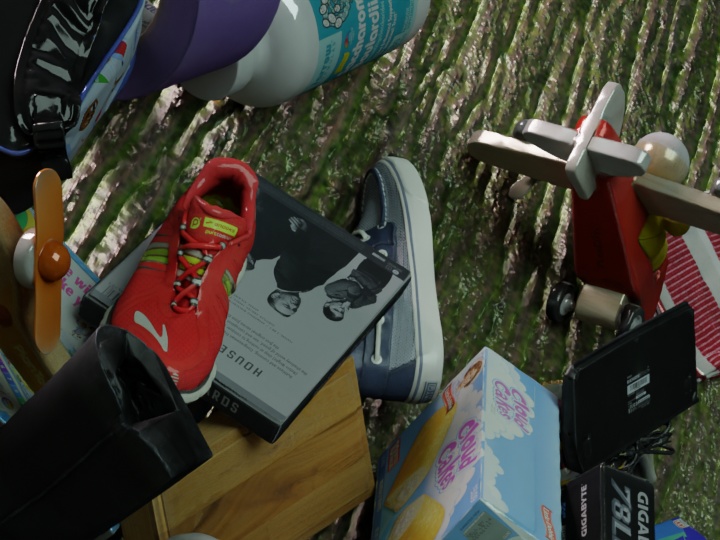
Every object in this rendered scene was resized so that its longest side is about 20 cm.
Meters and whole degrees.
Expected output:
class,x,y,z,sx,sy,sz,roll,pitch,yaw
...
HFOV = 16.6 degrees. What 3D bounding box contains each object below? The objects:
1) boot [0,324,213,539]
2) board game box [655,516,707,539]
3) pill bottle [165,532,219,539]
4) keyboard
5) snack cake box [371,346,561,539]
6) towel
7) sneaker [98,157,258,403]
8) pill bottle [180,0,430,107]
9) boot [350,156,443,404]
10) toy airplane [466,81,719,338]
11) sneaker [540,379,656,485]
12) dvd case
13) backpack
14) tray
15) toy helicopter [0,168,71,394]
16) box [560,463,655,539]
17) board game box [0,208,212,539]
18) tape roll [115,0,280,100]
class,x,y,z,sx,sy,sz,roll,pitch,yaw
boot,-0.194,0.087,1.397,0.165,0.200,0.066,48,45,-6
board game box,0.203,0.250,1.688,0.199,0.045,0.152,-14,41,-43
pill bottle,-0.052,0.245,1.469,0.200,0.116,0.117,35,47,-37
keyboard,0.177,0.090,1.709,0.200,0.039,0.105,-20,111,-55
snack cake box,0.066,0.148,1.558,0.067,0.115,0.200,36,22,-13
towel,0.294,0.004,1.973,0.199,0.023,0.145,-17,76,-43
sneaker,-0.106,-0.001,1.500,0.076,0.085,0.201,20,37,-6
pill bottle,-0.047,-0.182,1.737,0.199,0.111,0.111,-30,86,-44
boot,0.000,0.000,1.703,0.090,0.073,0.201,5,50,-16
toy airplane,0.192,-0.061,1.802,0.200,0.199,0.141,46,56,-6
sneaker,0.135,0.130,1.732,0.199,0.075,0.091,-11,72,-40
dvd case,-0.071,0.015,1.592,0.150,0.025,0.200,33,38,8
backpack,-0.223,-0.143,1.516,0.199,0.154,0.191,33,63,3
tray,-0.069,0.135,1.556,0.199,0.037,0.099,-30,117,-44
toy helicopter,-0.198,0.021,1.436,0.201,0.132,0.079,56,39,-16
box,0.108,0.249,1.553,0.049,0.198,0.201,20,54,-27
board game box,-0.197,0.056,1.530,0.200,0.034,0.135,47,46,-8
tape roll,-0.148,-0.218,1.612,0.085,0.200,0.201,-25,83,-45
